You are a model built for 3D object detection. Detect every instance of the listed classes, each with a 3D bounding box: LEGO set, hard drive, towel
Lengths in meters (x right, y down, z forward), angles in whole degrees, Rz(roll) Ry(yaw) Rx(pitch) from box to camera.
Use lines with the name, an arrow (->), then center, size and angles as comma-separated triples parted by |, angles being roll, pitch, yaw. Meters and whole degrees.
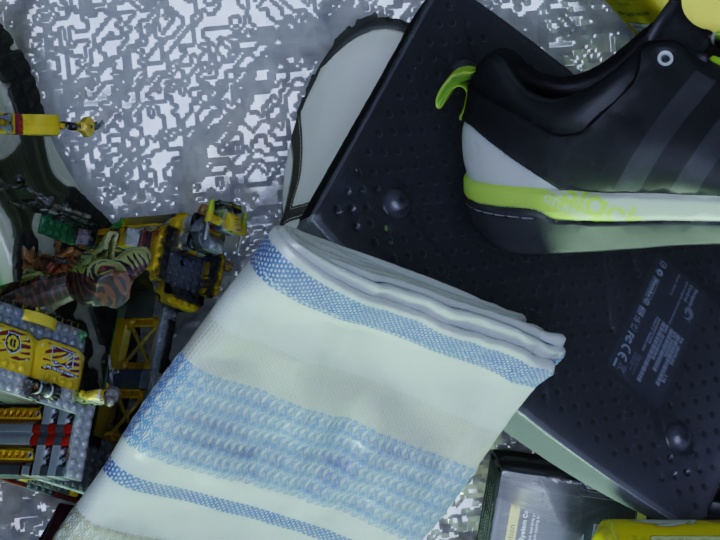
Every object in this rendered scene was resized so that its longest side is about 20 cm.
LEGO set -> -0.102, 0.019, 0.818 | 0.200, 0.115, 0.155 | 33, 65, -41
hard drive -> 0.072, -0.001, 0.887 | 0.200, 0.042, 0.135 | 39, 59, -18
towel -> -0.029, 0.082, 0.803 | 0.146, 0.024, 0.201 | 22, 111, -42

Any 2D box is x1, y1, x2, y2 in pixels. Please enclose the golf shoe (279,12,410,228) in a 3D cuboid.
golf shoe -> 0.000, 0.000, 0.901 | 0.077, 0.094, 0.202 | 10, 94, -1

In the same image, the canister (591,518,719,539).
canister -> 0.184, 0.162, 0.867 | 0.198, 0.087, 0.150 | 1, 116, -7

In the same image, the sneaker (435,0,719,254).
sneaker -> 0.124, -0.055, 0.802 | 0.198, 0.072, 0.084 | -5, 103, 11

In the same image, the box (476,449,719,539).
box -> 0.117, 0.186, 0.945 | 0.160, 0.049, 0.202 | 8, 96, -4

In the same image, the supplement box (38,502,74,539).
supplement box -> -0.092, 0.207, 0.924 | 0.109, 0.086, 0.202 | 12, 96, -3

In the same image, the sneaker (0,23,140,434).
sneaker -> -0.155, -0.012, 0.921 | 0.088, 0.077, 0.201 | -10, 108, 37

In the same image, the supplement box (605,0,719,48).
supplement box -> 0.177, -0.099, 0.885 | 0.109, 0.110, 0.200 | -43, 96, 4
